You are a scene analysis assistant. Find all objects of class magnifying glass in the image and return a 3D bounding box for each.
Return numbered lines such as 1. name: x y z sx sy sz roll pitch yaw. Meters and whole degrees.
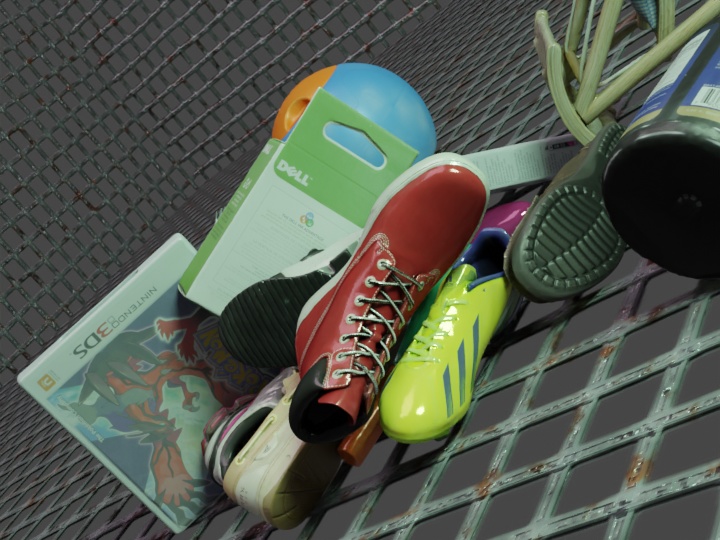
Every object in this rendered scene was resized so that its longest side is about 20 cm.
1. magnifying glass: 0.043 0.062 0.941 0.022 0.080 0.200 20 63 27

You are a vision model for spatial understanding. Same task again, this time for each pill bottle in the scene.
1. pill bottle: 0.239 -0.095 0.774 0.112 0.112 0.200 -25 19 50

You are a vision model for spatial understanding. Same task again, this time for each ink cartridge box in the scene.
1. ink cartridge box: -0.052 -0.041 1.007 0.200 0.104 0.059 -58 17 1
2. ink cartridge box: 0.082 -0.084 1.159 0.200 0.043 0.196 -12 1 -24

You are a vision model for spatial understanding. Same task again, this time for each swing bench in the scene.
1. swing bench: 0.227 -0.217 1.072 0.200 0.130 0.199 -58 7 19

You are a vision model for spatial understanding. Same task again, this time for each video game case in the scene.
1. video game case: -0.156 0.100 1.051 0.182 0.200 0.023 -43 21 -4

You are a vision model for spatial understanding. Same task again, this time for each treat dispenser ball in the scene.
1. treat dispenser ball: -0.008 -0.149 1.484 0.201 0.201 0.201 -38 13 10

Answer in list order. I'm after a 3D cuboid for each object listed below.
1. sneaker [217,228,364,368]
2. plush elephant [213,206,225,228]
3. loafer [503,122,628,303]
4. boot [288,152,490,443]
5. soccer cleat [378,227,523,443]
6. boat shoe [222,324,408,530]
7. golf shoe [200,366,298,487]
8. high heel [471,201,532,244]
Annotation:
1. sneaker: -0.016 0.014 0.961 0.200 0.074 0.089 -26 4 16
2. plush elephant: -0.130 0.050 1.318 0.155 0.165 0.200 30 102 42
3. loafer: 0.160 -0.033 0.921 0.200 0.073 0.071 -45 2 -43
4. boot: 0.020 0.024 0.821 0.200 0.072 0.144 -52 16 26
5. soccer cleat: 0.062 0.042 0.865 0.065 0.084 0.200 10 38 24
6. boat shoe: -0.033 0.104 0.936 0.069 0.074 0.200 14 47 33
7. golf shoe: -0.045 0.107 1.016 0.200 0.073 0.092 -45 18 -2
8. high heel: 0.061 -0.034 1.121 0.200 0.096 0.067 -32 15 34
